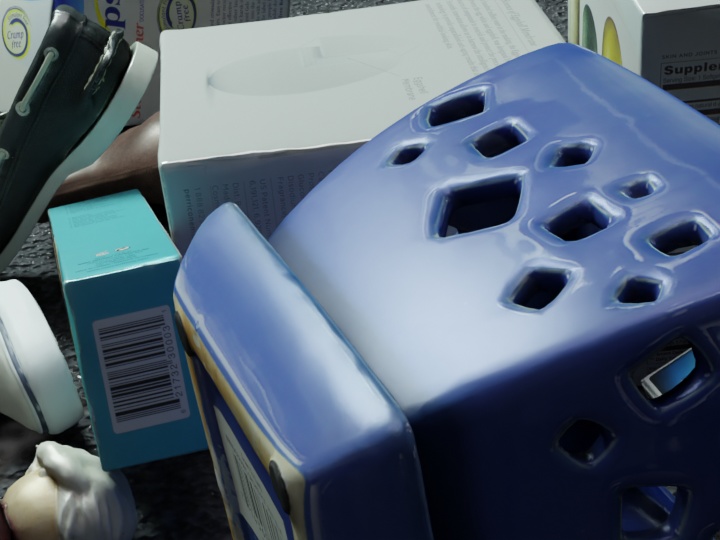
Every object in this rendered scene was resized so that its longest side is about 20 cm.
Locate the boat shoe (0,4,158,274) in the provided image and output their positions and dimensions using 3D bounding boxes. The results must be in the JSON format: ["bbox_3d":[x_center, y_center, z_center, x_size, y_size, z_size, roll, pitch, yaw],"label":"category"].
[{"bbox_3d":[-0.180,-0.062,0.864,0.060,0.200,0.076,32,33,-19],"label":"boat shoe"}]

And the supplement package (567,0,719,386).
[{"bbox_3d":[0.182,-0.077,0.765,0.150,0.201,0.152,-7,38,-2],"label":"supplement package"}]

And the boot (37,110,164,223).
[{"bbox_3d":[-0.101,-0.079,1.006,0.165,0.073,0.200,-13,7,18],"label":"boot"}]

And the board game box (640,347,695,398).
[{"bbox_3d":[0.206,0.065,0.637,0.126,0.035,0.200,-33,29,1],"label":"board game box"}]

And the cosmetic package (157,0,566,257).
[{"bbox_3d":[0.008,-0.045,0.802,0.198,0.124,0.200,-9,26,-2],"label":"cosmetic package"}]

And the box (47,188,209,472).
[{"bbox_3d":[-0.107,0.020,0.739,0.049,0.083,0.200,-12,12,-10],"label":"box"}]

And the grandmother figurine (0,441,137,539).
[{"bbox_3d":[-0.186,0.114,0.648,0.199,0.061,0.122,-14,54,-22],"label":"grandmother figurine"}]

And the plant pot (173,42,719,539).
[{"bbox_3d":[0.048,0.062,0.552,0.179,0.201,0.200,-19,29,-14],"label":"plant pot"}]

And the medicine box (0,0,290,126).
[{"bbox_3d":[-0.180,-0.170,1.127,0.199,0.104,0.182,-13,25,-42],"label":"medicine box"}]

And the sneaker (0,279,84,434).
[{"bbox_3d":[-0.194,0.042,0.790,0.071,0.073,0.200,-28,24,-23],"label":"sneaker"}]
